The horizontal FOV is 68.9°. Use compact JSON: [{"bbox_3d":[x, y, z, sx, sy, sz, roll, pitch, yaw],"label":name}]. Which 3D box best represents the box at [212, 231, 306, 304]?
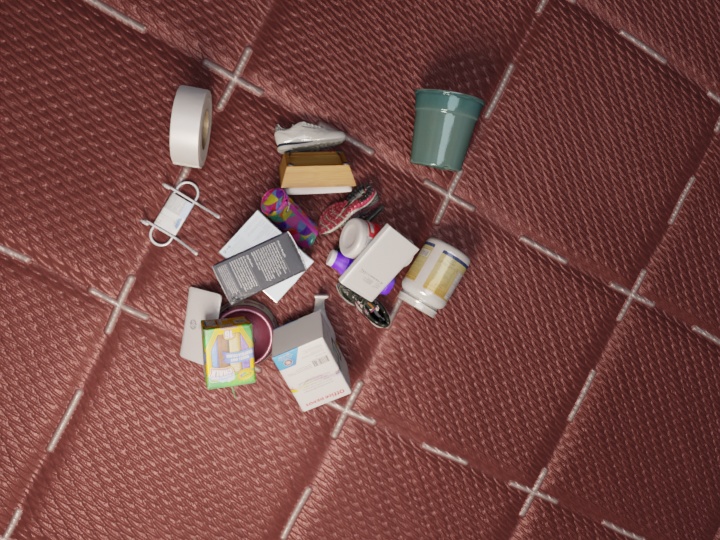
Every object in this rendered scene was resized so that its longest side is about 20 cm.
[{"bbox_3d":[-0.243,-0.011,1.283,0.200,0.148,0.105,-26,97,-7],"label":"box"}]

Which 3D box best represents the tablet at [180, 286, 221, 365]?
[{"bbox_3d":[-0.441,0.153,1.442,0.130,0.014,0.201,11,93,32],"label":"tablet"}]

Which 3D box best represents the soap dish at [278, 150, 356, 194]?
[{"bbox_3d":[-0.121,-0.271,1.432,0.199,0.157,0.081,-3,119,-9],"label":"soap dish"}]

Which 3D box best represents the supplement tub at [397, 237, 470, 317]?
[{"bbox_3d":[0.209,0.021,1.517,0.144,0.144,0.200,31,89,-10],"label":"supplement tub"}]

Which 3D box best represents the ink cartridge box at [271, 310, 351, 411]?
[{"bbox_3d":[-0.133,0.248,1.437,0.146,0.146,0.200,-22,116,3],"label":"ink cartridge box"}]

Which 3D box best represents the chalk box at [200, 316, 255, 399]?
[{"bbox_3d":[-0.345,0.231,1.364,0.124,0.124,0.201,-4,96,-21],"label":"chalk box"}]

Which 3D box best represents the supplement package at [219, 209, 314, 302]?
[{"bbox_3d":[-0.254,-0.040,1.430,0.200,0.151,0.152,43,86,-10],"label":"supplement package"}]

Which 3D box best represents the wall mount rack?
[{"bbox_3d":[-0.484,-0.139,1.422,0.174,0.075,0.200,31,89,-10],"label":"wall mount rack"}]

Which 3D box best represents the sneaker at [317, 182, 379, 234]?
[{"bbox_3d":[-0.032,-0.161,1.501,0.200,0.081,0.075,-33,143,4],"label":"sneaker"}]

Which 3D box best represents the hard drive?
[{"bbox_3d":[0.051,-0.018,1.424,0.132,0.027,0.200,34,103,-38],"label":"hard drive"}]

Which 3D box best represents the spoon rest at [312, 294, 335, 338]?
[{"bbox_3d":[-0.117,0.158,1.523,0.099,0.061,0.201,2,107,-9],"label":"spoon rest"}]

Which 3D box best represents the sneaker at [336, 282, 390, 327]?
[{"bbox_3d":[0.020,0.090,1.519,0.200,0.086,0.080,40,85,-9],"label":"sneaker"}]

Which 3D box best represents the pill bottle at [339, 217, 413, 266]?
[{"bbox_3d":[0.050,-0.071,1.479,0.200,0.112,0.113,14,92,-33],"label":"pill bottle"}]

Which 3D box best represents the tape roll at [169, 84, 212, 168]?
[{"bbox_3d":[-0.434,-0.367,1.351,0.071,0.202,0.203,8,93,-11],"label":"tape roll"}]

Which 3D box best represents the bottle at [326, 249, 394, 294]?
[{"bbox_3d":[0.000,0.000,1.503,0.200,0.084,0.065,24,116,-15],"label":"bottle"}]

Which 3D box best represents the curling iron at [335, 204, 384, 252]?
[{"bbox_3d":[0.001,-0.114,1.532,0.050,0.026,0.200,41,86,-17],"label":"curling iron"}]

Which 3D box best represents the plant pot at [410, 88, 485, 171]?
[{"bbox_3d":[0.229,-0.388,1.476,0.200,0.200,0.197,10,100,-10],"label":"plant pot"}]

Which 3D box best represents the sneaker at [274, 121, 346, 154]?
[{"bbox_3d":[-0.139,-0.379,1.468,0.199,0.076,0.081,-8,86,-10],"label":"sneaker"}]

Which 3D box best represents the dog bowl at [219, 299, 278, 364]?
[{"bbox_3d":[-0.329,0.183,1.473,0.200,0.074,0.201,-1,94,-10],"label":"dog bowl"}]

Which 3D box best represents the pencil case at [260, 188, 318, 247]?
[{"bbox_3d":[-0.187,-0.140,1.417,0.088,0.088,0.200,-48,144,-3],"label":"pencil case"}]
